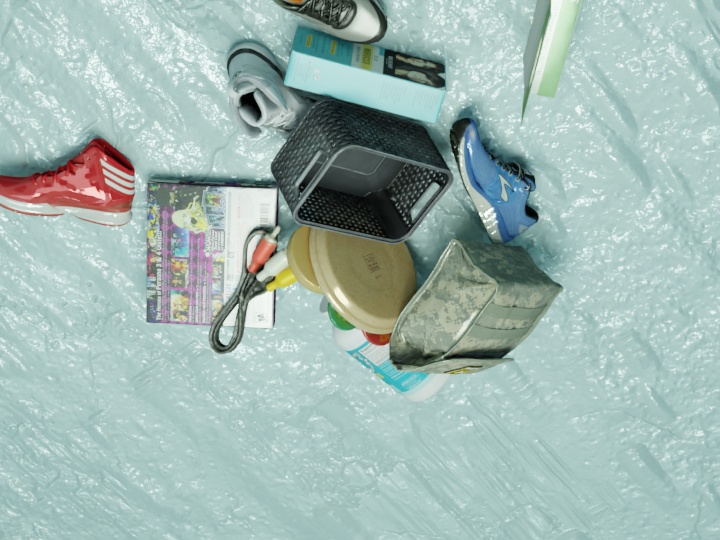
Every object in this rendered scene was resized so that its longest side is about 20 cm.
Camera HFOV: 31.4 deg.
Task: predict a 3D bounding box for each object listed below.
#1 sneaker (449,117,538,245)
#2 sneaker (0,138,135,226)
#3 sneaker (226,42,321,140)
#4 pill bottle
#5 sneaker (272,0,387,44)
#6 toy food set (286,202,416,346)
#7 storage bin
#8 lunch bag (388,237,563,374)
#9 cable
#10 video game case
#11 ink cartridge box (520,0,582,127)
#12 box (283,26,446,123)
[{"bbox_3d":[0.181,-0.127,1.700,0.089,0.079,0.200,-24,127,10],"label":"sneaker"},{"bbox_3d":[-0.401,-0.134,1.733,0.199,0.078,0.116,7,116,-16],"label":"sneaker"},{"bbox_3d":[-0.100,-0.194,1.639,0.075,0.115,0.200,-35,115,24],"label":"sneaker"},{"bbox_3d":[0.037,0.091,1.823,0.200,0.111,0.111,40,117,-20],"label":"pill bottle"},{"bbox_3d":[-0.058,-0.332,1.568,0.199,0.080,0.074,27,119,-16],"label":"sneaker"},{"bbox_3d":[0.000,0.000,1.717,0.049,0.200,0.198,-29,101,39],"label":"toy food set"},{"bbox_3d":[0.002,-0.125,1.643,0.199,0.094,0.135,10,129,-40],"label":"storage bin"},{"bbox_3d":[0.146,0.068,1.710,0.164,0.118,0.200,5,126,-49],"label":"lunch bag"},{"bbox_3d":[-0.154,0.023,1.731,0.097,0.050,0.200,44,101,4],"label":"cable"},{"bbox_3d":[-0.205,-0.023,1.767,0.180,0.036,0.201,2,102,1],"label":"video game case"},{"bbox_3d":[0.227,-0.271,1.517,0.048,0.200,0.146,11,123,-1],"label":"ink cartridge box"},{"bbox_3d":[0.007,-0.248,1.617,0.199,0.082,0.049,13,123,-6],"label":"box"}]
